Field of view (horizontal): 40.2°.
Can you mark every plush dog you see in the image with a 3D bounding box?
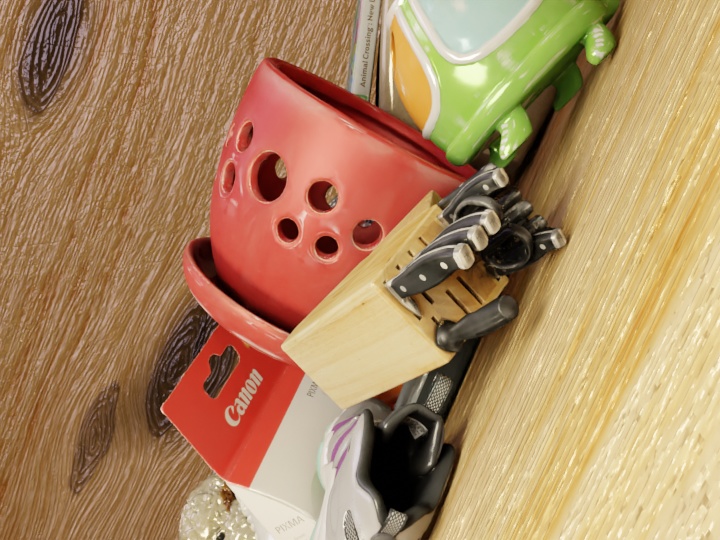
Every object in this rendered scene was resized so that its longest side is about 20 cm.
[{"bbox_3d":[-0.077,0.237,0.870,0.161,0.169,0.202,110,-177,-57],"label":"plush dog"}]

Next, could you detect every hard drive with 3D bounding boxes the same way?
[{"bbox_3d":[0.075,0.042,0.784,0.140,0.032,0.203,-59,-9,-81],"label":"hard drive"}]

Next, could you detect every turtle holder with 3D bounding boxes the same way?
[{"bbox_3d":[0.101,-0.168,0.679,0.186,0.132,0.141,-47,-4,19],"label":"turtle holder"}]

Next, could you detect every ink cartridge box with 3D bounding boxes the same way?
[{"bbox_3d":[-0.042,0.125,0.740,0.050,0.201,0.162,-29,16,25],"label":"ink cartridge box"}]

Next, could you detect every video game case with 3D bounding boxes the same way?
[{"bbox_3d":[-0.004,-0.190,1.010,0.200,0.022,0.186,171,106,-86],"label":"video game case"}]

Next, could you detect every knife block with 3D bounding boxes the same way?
[{"bbox_3d":[0.027,0.023,0.570,0.200,0.064,0.176,-45,5,15],"label":"knife block"}]

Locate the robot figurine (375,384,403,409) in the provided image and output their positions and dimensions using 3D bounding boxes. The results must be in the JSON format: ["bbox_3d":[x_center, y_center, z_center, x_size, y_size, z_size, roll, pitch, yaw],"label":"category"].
[{"bbox_3d":[0.001,0.112,0.987,0.118,0.142,0.200,-59,-1,-16],"label":"robot figurine"}]

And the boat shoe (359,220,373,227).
[{"bbox_3d":[0.000,0.000,0.878,0.071,0.061,0.204,128,140,-60],"label":"boat shoe"}]

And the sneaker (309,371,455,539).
[{"bbox_3d":[0.023,0.112,0.624,0.201,0.076,0.142,-87,18,-60],"label":"sneaker"}]

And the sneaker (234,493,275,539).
[{"bbox_3d":[-0.060,0.187,0.784,0.079,0.070,0.202,-30,36,23],"label":"sneaker"}]

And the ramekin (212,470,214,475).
[{"bbox_3d":[-0.086,0.264,1.155,0.099,0.197,0.203,-76,6,-50],"label":"ramekin"}]

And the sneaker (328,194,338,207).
[{"bbox_3d":[0.061,-0.081,1.086,0.078,0.196,0.081,-130,25,-76],"label":"sneaker"}]

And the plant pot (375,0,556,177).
[{"bbox_3d":[0.102,-0.189,0.951,0.200,0.196,0.181,99,-175,-84],"label":"plant pot"}]

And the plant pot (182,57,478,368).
[{"bbox_3d":[-0.023,-0.034,0.747,0.185,0.198,0.201,-63,-1,14],"label":"plant pot"}]
